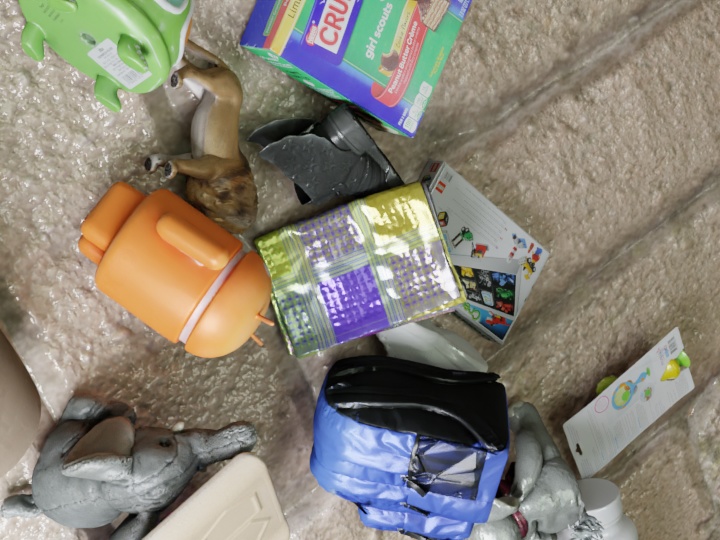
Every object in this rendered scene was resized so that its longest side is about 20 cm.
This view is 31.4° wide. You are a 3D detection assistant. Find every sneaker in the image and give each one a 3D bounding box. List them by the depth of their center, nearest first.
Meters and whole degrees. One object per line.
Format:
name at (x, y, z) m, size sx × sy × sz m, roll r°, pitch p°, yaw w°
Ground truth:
sneaker at (-0.026, -0.103, 1.332) m, size 0.104 × 0.060 × 0.200 m, roll -37°, pitch 140°, yaw 4°
sneaker at (0.050, 0.089, 1.421) m, size 0.199 × 0.075 × 0.089 m, roll 36°, pitch 104°, yaw -28°

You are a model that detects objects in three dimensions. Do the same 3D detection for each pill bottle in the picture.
pill bottle at (0.299, 0.370, 1.610) m, size 0.110 × 0.111 × 0.202 m, roll -23°, pitch 111°, yaw -28°

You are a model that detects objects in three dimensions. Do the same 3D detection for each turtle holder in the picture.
turtle holder at (-0.234, -0.247, 1.136) m, size 0.184 × 0.141 × 0.133 m, roll 26°, pitch 65°, yaw 5°

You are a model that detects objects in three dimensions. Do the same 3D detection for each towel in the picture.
towel at (0.000, 0.000, 1.334) m, size 0.198 × 0.023 × 0.145 m, roll -17°, pitch 102°, yaw 0°

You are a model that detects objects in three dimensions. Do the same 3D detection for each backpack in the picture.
backpack at (0.044, 0.189, 1.348) m, size 0.197 × 0.163 × 0.170 m, roll 14°, pitch 108°, yaw -2°

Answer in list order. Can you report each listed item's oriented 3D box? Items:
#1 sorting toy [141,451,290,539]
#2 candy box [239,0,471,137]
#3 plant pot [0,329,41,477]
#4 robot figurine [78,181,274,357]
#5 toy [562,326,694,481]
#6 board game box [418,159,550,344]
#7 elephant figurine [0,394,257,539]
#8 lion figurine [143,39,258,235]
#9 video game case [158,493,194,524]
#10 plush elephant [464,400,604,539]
sorting toy at (-0.152, 0.262, 1.181) m, size 0.185 × 0.036 × 0.201 m, roll -41°, pitch 153°, yaw -16°
candy box at (-0.001, -0.257, 1.308) m, size 0.199 × 0.077 × 0.171 m, roll 26°, pitch 85°, yaw -33°
plant pot at (-0.363, 0.098, 1.083) m, size 0.201 × 0.199 × 0.175 m, roll -53°, pitch 139°, yaw -14°
robot figurine at (-0.167, 0.003, 1.201) m, size 0.199 × 0.117 × 0.144 m, roll 35°, pitch 115°, yaw 0°
toy at (0.333, 0.163, 1.626) m, size 0.199 × 0.047 × 0.116 m, roll -35°, pitch 128°, yaw -12°
board game box at (0.122, -0.019, 1.462) m, size 0.199 × 0.034 × 0.127 m, roll 37°, pitch 78°, yaw -33°
elephant figurine at (-0.213, 0.185, 1.172) m, size 0.141 × 0.199 × 0.157 m, roll 24°, pitch 80°, yaw -33°
lion figurine at (-0.144, -0.137, 1.241) m, size 0.122 × 0.072 × 0.203 m, roll 5°, pitch 92°, yaw -42°
video game case at (-0.186, 0.307, 1.268) m, size 0.199 × 0.036 × 0.182 m, roll -37°, pitch 148°, yaw -23°
plush elephant at (0.173, 0.280, 1.489) m, size 0.153 × 0.200 × 0.167 m, roll -16°, pitch 116°, yaw -11°
